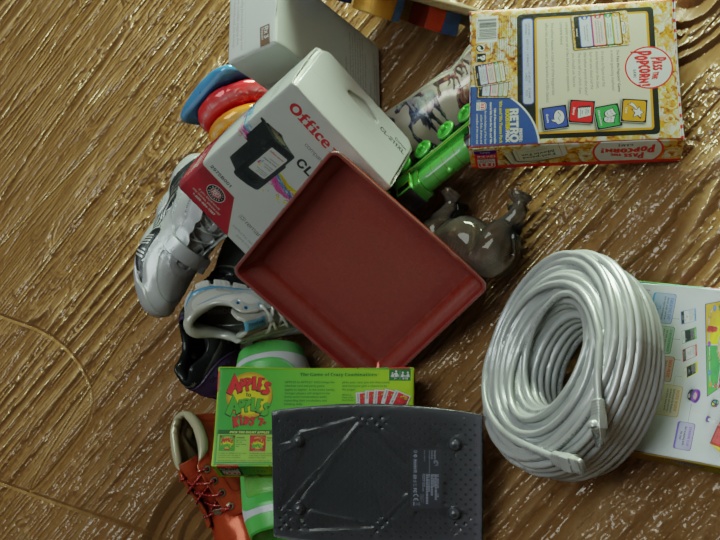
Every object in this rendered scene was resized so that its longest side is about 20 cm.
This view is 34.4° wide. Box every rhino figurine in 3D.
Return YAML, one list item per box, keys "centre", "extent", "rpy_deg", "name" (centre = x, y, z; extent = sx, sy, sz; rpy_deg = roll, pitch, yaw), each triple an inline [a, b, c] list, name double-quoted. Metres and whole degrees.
- centre: [0.088, -0.036, 1.190]
  extent: [0.199, 0.060, 0.088]
  rpy_deg: [4, 71, 44]
  name: "rhino figurine"

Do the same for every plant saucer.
- centre: [0.000, 0.000, 1.165]
  extent: [0.200, 0.199, 0.037]
  rpy_deg: [-46, 5, 36]
  name: "plant saucer"

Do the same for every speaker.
- centre: [-0.087, 0.180, 1.226]
  extent: [0.088, 0.088, 0.202]
  rpy_deg: [-23, 59, 29]
  name: "speaker"

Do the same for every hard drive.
- centre: [0.017, 0.190, 1.092]
  extent: [0.197, 0.042, 0.137]
  rpy_deg: [0, 96, 7]
  name: "hard drive"

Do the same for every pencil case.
- centre: [0.076, -0.162, 1.230]
  extent: [0.199, 0.089, 0.078]
  rpy_deg: [-34, 25, 24]
  name: "pencil case"

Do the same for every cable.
- centre: [0.184, 0.083, 1.018]
  extent: [0.199, 0.069, 0.202]
  rpy_deg: [-10, 62, 64]
  name: "cable"

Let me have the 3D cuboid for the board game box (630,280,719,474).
- centre: [0.306, 0.093, 0.976]
  extent: [0.198, 0.040, 0.155]
  rpy_deg: [6, 76, 40]
  name: "board game box"

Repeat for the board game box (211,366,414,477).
- centre: [-0.044, 0.152, 1.161]
  extent: [0.197, 0.048, 0.103]
  rpy_deg: [0, 67, 4]
  name: "board game box"

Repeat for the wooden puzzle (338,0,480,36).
- centre: [0.020, -0.301, 1.262]
  extent: [0.185, 0.199, 0.047]
  rpy_deg: [32, 106, 41]
  name: "wooden puzzle"

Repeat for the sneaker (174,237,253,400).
- centre: [-0.163, 0.044, 1.338]
  extent: [0.075, 0.087, 0.202]
  rpy_deg: [-8, 67, 36]
  name: "sneaker"

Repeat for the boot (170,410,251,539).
- centre: [-0.153, 0.243, 1.240]
  extent: [0.075, 0.107, 0.202]
  rpy_deg: [-31, 57, 23]
  name: "boot"

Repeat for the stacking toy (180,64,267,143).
- centre: [-0.124, -0.137, 1.384]
  extent: [0.116, 0.109, 0.202]
  rpy_deg: [-39, 62, 38]
  name: "stacking toy"

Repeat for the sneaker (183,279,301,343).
- centre: [-0.097, 0.048, 1.244]
  extent: [0.197, 0.087, 0.076]
  rpy_deg: [-8, 107, 5]
  name: "sneaker"

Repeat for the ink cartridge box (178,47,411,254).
- centre: [-0.069, -0.108, 1.201]
  extent: [0.199, 0.146, 0.083]
  rpy_deg: [-35, 16, 37]
  name: "ink cartridge box"

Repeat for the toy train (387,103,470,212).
- centre: [0.062, -0.096, 1.197]
  extent: [0.199, 0.042, 0.057]
  rpy_deg: [-39, 33, 27]
  name: "toy train"

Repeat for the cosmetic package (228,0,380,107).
- centre: [-0.059, -0.240, 1.296]
  extent: [0.073, 0.199, 0.103]
  rpy_deg: [-17, 62, 32]
  name: "cosmetic package"

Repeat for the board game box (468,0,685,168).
- centre: [0.203, -0.178, 1.110]
  extent: [0.197, 0.046, 0.153]
  rpy_deg: [-1, 69, 10]
  name: "board game box"

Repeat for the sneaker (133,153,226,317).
- centre: [-0.183, -0.042, 1.318]
  extent: [0.114, 0.075, 0.202]
  rpy_deg: [2, 68, 45]
  name: "sneaker"
